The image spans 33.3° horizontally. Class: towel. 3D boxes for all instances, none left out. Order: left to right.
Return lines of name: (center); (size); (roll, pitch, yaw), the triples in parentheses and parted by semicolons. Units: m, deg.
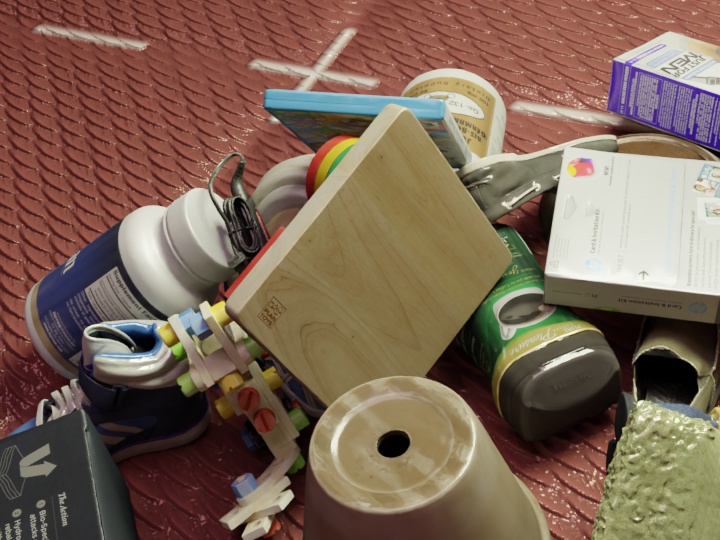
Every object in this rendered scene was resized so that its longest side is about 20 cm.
towel: (0.221, 0.200, 0.809); (0.147, 0.036, 0.201); (16, 81, 2)

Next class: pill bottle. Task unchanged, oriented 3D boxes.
pill bottle: (-0.198, 0.011, 1.084); (0.199, 0.111, 0.112); (-32, 37, 25)
pill bottle: (0.077, -0.094, 1.171); (0.113, 0.115, 0.201); (0, 45, 15)

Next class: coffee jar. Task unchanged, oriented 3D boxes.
coffee jar: (0.134, 0.052, 1.026); (0.104, 0.086, 0.200); (-21, 42, -11)

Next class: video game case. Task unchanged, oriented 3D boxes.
video game case: (0.013, -0.115, 1.008); (0.142, 0.200, 0.018); (5, 85, 12)

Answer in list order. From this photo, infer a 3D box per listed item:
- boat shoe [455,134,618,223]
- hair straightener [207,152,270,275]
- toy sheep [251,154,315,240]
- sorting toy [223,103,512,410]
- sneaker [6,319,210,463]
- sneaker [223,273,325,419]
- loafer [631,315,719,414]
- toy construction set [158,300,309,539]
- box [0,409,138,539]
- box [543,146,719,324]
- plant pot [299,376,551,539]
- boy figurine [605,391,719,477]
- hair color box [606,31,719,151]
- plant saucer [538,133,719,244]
boat shoe: (0.169, -0.082, 1.116); (0.199, 0.057, 0.067); (-14, -8, -36)
hair straightener: (-0.084, -0.014, 1.023); (0.041, 0.077, 0.201); (-23, 72, 14)
toy sheep: (-0.047, -0.049, 1.152); (0.137, 0.139, 0.200); (3, 27, 17)
sorting toy: (0.000, 0.000, 0.945); (0.069, 0.200, 0.199); (28, 75, 45)
sneaker: (-0.235, 0.101, 1.030); (0.199, 0.147, 0.081); (-14, 43, 0)
sneaker: (-0.056, 0.066, 1.070); (0.199, 0.077, 0.076); (27, 55, 34)
loafer: (0.258, 0.080, 0.974); (0.075, 0.070, 0.201); (2, 46, 17)
toy construction set: (-0.092, 0.111, 0.973); (0.091, 0.201, 0.131); (-17, 9, -4)
box: (-0.272, 0.242, 0.917); (0.199, 0.118, 0.197); (-20, 43, -4)
box: (0.260, -0.030, 1.000); (0.198, 0.041, 0.157); (7, 49, 11)
plant pot: (0.037, 0.174, 0.864); (0.198, 0.174, 0.201); (-8, 42, 7)
boy figurine: (0.281, 0.145, 0.876); (0.198, 0.125, 0.064); (10, 21, 1)
hair color box: (0.359, -0.171, 1.195); (0.199, 0.065, 0.109); (29, 42, 34)
plant saucer: (0.270, -0.071, 1.157); (0.199, 0.032, 0.201); (-7, 45, 7)
